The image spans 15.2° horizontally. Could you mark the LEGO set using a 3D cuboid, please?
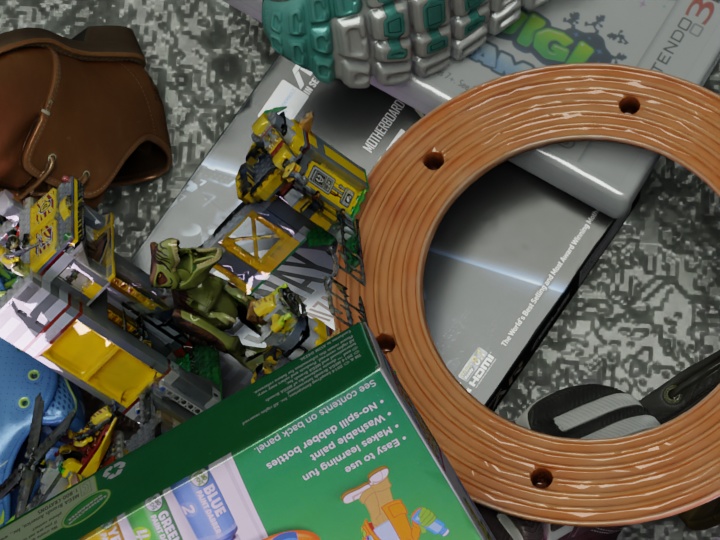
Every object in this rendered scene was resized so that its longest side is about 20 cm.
[{"bbox_3d":[-0.075,0.012,1.015,0.116,0.200,0.154,34,124,-27],"label":"LEGO set"}]

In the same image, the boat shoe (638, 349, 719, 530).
[{"bbox_3d":[0.193,0.022,1.116,0.201,0.072,0.066,-40,72,-9],"label":"boat shoe"}]

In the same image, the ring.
[{"bbox_3d":[0.089,0.008,1.060,0.200,0.019,0.201,-2,64,4],"label":"ring"}]

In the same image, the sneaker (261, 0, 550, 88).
[{"bbox_3d":[0.037,-0.144,1.110,0.200,0.078,0.091,-25,57,-24],"label":"sneaker"}]

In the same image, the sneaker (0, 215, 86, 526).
[{"bbox_3d":[-0.154,0.028,1.128,0.105,0.076,0.200,10,72,9],"label":"sneaker"}]

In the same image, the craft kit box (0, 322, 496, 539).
[{"bbox_3d":[-0.036,0.149,0.952,0.200,0.049,0.198,-30,117,3],"label":"craft kit box"}]

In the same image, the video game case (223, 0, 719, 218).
[{"bbox_3d":[0.066,-0.140,1.156,0.200,0.024,0.182,30,64,8],"label":"video game case"}]

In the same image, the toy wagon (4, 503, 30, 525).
[{"bbox_3d":[-0.129,0.187,1.032,0.200,0.040,0.155,-36,78,-5],"label":"toy wagon"}]

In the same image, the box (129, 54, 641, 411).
[{"bbox_3d":[0.000,0.000,1.148,0.160,0.044,0.200,35,82,9],"label":"box"}]

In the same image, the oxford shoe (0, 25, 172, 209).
[{"bbox_3d":[-0.136,-0.054,1.098,0.071,0.200,0.071,-33,81,31],"label":"oxford shoe"}]

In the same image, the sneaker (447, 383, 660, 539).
[{"bbox_3d":[0.030,0.124,1.072,0.200,0.116,0.076,-16,55,-23],"label":"sneaker"}]
